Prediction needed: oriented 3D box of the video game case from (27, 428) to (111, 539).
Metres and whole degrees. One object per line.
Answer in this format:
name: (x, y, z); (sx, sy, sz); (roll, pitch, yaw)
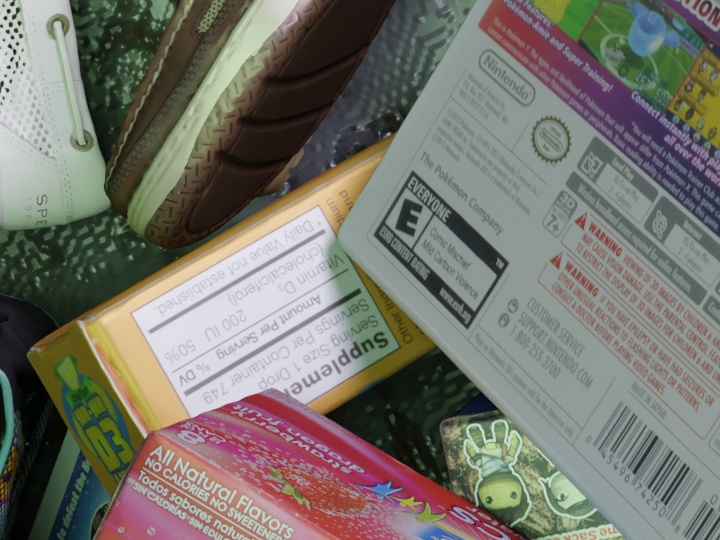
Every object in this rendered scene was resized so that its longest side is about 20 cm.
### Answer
video game case: (-0.043, 0.146, 0.929); (0.200, 0.018, 0.143); (45, 130, 30)

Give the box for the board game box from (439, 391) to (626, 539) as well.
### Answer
board game box: (0.100, 0.126, 0.901); (0.097, 0.159, 0.200); (-11, 92, 10)

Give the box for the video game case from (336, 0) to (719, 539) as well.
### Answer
video game case: (0.094, -0.029, 0.783); (0.200, 0.023, 0.182); (46, 112, 42)

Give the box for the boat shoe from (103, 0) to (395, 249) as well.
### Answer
boat shoe: (-0.025, -0.105, 0.887); (0.075, 0.075, 0.202); (34, 89, 16)

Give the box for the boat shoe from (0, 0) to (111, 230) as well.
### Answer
boat shoe: (-0.115, -0.111, 0.979); (0.069, 0.071, 0.200); (-4, 85, -12)

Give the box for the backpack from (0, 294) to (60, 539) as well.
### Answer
backpack: (-0.195, 0.090, 0.954); (0.175, 0.153, 0.200); (14, 94, 4)

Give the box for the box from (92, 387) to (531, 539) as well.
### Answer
box: (0.022, 0.123, 0.784); (0.200, 0.100, 0.096); (30, 103, 13)

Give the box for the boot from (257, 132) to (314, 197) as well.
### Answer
boot: (-0.082, -0.132, 0.939); (0.166, 0.072, 0.200); (10, 80, -17)

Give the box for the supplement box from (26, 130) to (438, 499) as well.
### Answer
supplement box: (0.000, 0.000, 0.911); (0.200, 0.067, 0.069); (-28, 90, -23)
